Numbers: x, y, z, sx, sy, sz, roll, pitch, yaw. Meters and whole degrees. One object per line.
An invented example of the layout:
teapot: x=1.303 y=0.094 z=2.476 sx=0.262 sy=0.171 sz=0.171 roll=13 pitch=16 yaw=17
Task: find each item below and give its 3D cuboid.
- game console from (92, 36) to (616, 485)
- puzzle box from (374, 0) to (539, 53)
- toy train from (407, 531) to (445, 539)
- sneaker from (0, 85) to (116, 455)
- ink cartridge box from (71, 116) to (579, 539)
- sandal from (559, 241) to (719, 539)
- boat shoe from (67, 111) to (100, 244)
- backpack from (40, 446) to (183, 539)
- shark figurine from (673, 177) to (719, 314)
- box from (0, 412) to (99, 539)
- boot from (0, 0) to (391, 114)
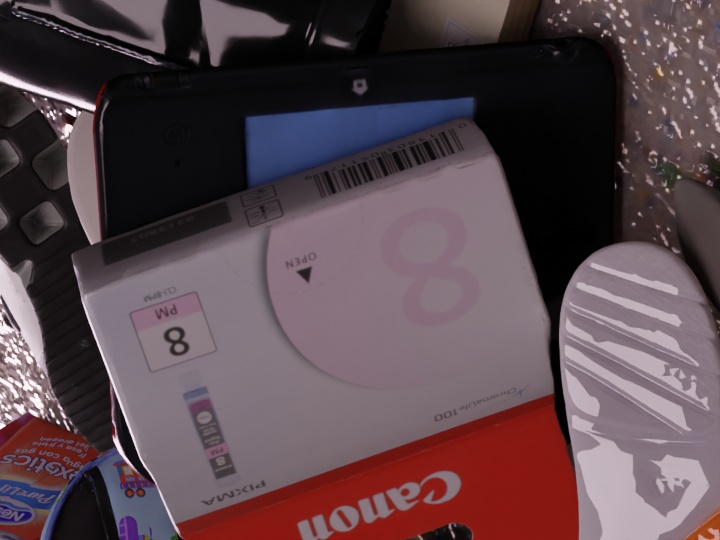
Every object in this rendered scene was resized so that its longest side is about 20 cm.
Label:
game console: x=0.000 y=0.000 z=1.073 sx=0.031 sy=0.200 sz=0.177 roll=-111 pitch=18 yaw=-59
puzzle box: x=0.003 y=-0.098 z=1.116 sx=0.133 sy=0.025 sz=0.200 roll=36 pitch=133 yaw=23
toy train: x=0.070 y=0.193 z=1.202 sx=0.034 sy=0.046 sz=0.200 roll=-34 pitch=90 yaw=41
sneaker: x=-0.135 y=-0.002 z=1.272 sx=0.200 sy=0.074 sz=0.089 roll=62 pitch=171 yaw=-9
ink cartridge box: x=-0.002 y=0.057 z=1.061 sx=0.057 sy=0.162 sz=0.200 roll=-115 pitch=6 yaw=-68
sandal: x=0.121 y=0.089 z=1.051 sx=0.079 sy=0.059 sz=0.207 roll=-4 pitch=96 yaw=16
boat shoe: x=-0.061 y=0.010 z=1.208 sx=0.200 sy=0.072 sz=0.069 roll=49 pitch=166 yaw=20
backpack: x=-0.069 y=0.172 z=1.228 sx=0.135 sy=0.182 sz=0.200 roll=-25 pitch=80 yaw=64
shark figurine: x=0.196 y=0.035 z=0.968 sx=0.214 sy=0.089 sz=0.128 roll=2 pitch=115 yaw=44
box: x=-0.159 y=0.186 z=1.370 sx=0.095 sy=0.100 sz=0.200 roll=20 pitch=126 yaw=34
boot: x=-0.084 y=-0.066 z=1.111 sx=0.162 sy=0.073 sz=0.198 roll=21 pitch=122 yaw=9
